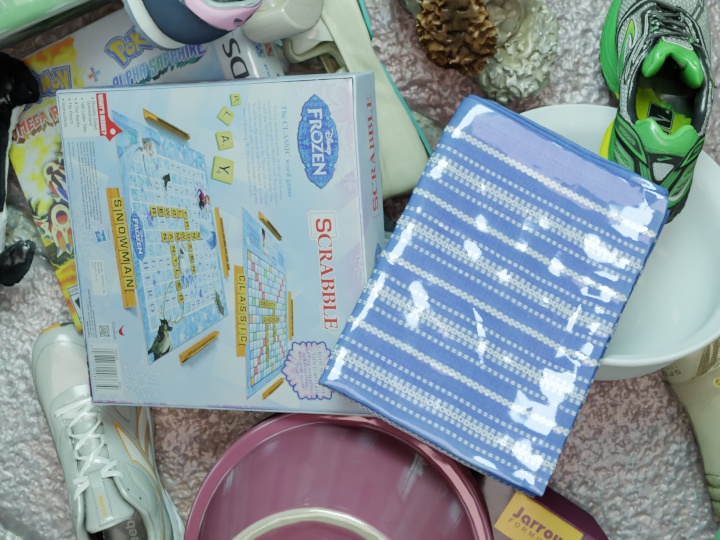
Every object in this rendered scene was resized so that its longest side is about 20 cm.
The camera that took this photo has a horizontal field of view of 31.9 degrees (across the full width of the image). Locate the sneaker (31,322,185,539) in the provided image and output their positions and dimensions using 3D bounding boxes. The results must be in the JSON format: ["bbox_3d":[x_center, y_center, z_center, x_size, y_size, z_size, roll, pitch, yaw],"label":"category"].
[{"bbox_3d":[-0.171,0.132,0.851,0.075,0.092,0.202,-22,95,1],"label":"sneaker"}]

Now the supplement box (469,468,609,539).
[{"bbox_3d":[0.072,0.235,0.867,0.110,0.086,0.201,33,94,-3],"label":"supplement box"}]

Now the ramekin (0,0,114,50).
[{"bbox_3d":[-0.207,-0.199,0.772,0.198,0.200,0.099,-23,103,1],"label":"ramekin"}]

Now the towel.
[{"bbox_3d":[0.082,0.009,0.724,0.143,0.024,0.202,27,74,1],"label":"towel"}]

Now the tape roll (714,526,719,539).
[{"bbox_3d":[0.323,0.172,0.830,0.198,0.048,0.203,-15,127,-21],"label":"tape roll"}]

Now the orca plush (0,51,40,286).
[{"bbox_3d":[-0.263,-0.039,0.818,0.105,0.071,0.201,42,114,9],"label":"orca plush"}]

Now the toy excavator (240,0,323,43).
[{"bbox_3d":[-0.085,-0.261,0.739,0.099,0.194,0.203,-8,63,32],"label":"toy excavator"}]

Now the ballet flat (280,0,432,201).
[{"bbox_3d":[-0.014,-0.136,0.829,0.069,0.070,0.202,-26,102,2],"label":"ballet flat"}]

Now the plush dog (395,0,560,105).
[{"bbox_3d":[0.060,-0.211,0.782,0.158,0.172,0.203,7,96,-1],"label":"plush dog"}]

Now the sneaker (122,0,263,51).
[{"bbox_3d":[-0.111,-0.220,0.678,0.081,0.070,0.202,-2,125,38],"label":"sneaker"}]

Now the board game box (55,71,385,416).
[{"bbox_3d":[-0.082,-0.015,0.771,0.197,0.041,0.203,1,103,19],"label":"board game box"}]

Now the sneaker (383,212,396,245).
[{"bbox_3d":[0.000,0.000,0.849,0.199,0.076,0.077,41,90,-3],"label":"sneaker"}]

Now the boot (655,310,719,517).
[{"bbox_3d":[0.311,0.071,0.862,0.198,0.073,0.157,-22,96,0],"label":"boot"}]

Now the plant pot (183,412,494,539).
[{"bbox_3d":[-0.017,0.184,0.737,0.197,0.179,0.203,0,92,4],"label":"plant pot"}]

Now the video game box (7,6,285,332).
[{"bbox_3d":[-0.132,-0.077,0.823,0.198,0.047,0.185,-20,92,22],"label":"video game box"}]

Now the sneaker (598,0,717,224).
[{"bbox_3d":[0.199,-0.130,0.806,0.077,0.086,0.202,10,58,-2],"label":"sneaker"}]

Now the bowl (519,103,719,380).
[{"bbox_3d":[0.149,-0.005,0.825,0.198,0.091,0.203,3,55,-5],"label":"bowl"}]
